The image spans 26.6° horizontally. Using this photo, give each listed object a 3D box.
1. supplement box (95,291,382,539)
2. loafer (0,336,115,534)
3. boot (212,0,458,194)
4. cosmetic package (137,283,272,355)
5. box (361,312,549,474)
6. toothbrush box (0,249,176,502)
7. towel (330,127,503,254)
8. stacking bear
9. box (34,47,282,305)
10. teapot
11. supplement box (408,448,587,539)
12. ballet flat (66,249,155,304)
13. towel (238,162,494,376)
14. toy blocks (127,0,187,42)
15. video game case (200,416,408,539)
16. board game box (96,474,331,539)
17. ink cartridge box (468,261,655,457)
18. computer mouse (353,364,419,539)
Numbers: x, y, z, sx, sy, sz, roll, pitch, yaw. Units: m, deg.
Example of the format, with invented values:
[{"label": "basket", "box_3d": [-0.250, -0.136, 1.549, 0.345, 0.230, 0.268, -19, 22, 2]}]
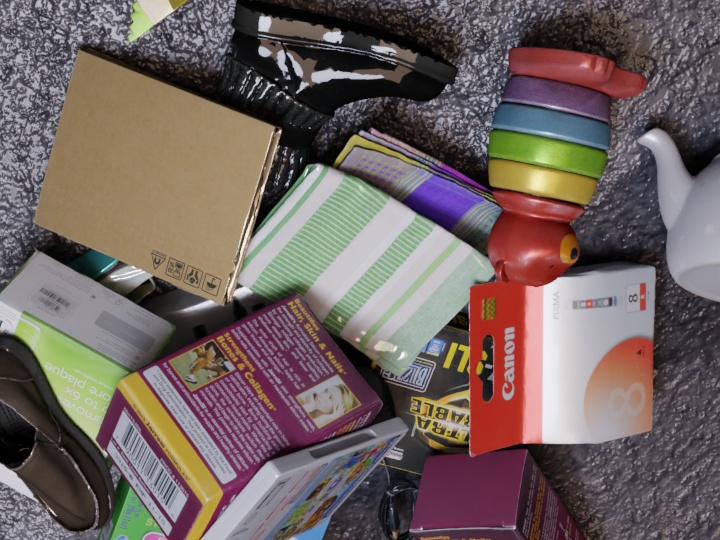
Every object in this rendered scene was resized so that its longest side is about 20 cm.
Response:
[{"label": "supplement box", "box_3d": [-0.103, 0.127, 1.295, 0.199, 0.131, 0.103, -25, 157, -36]}, {"label": "loafer", "box_3d": [-0.282, 0.155, 1.300, 0.073, 0.071, 0.201, -17, 115, 27]}, {"label": "boot", "box_3d": [-0.031, -0.138, 1.328, 0.209, 0.080, 0.159, 13, 107, -3]}, {"label": "cosmetic package", "box_3d": [-0.156, 0.061, 1.419, 0.199, 0.051, 0.083, -20, 113, 3]}, {"label": "box", "box_3d": [0.094, 0.125, 1.473, 0.198, 0.049, 0.161, 16, 109, -12]}, {"label": "toothbrush box", "box_3d": [-0.272, 0.105, 1.363, 0.145, 0.086, 0.201, 29, 127, -1]}, {"label": "towel", "box_3d": [0.035, -0.043, 1.372, 0.199, 0.023, 0.144, 24, 125, -30]}, {"label": "stacking bear", "box_3d": [0.162, -0.084, 1.324, 0.113, 0.121, 0.202, 13, 93, 32]}, {"label": "box", "box_3d": [-0.177, -0.082, 1.314, 0.199, 0.021, 0.165, 22, 105, 17]}, {"label": "teapot", "box_3d": [0.376, -0.053, 1.371, 0.199, 0.196, 0.147, 24, 71, -43]}, {"label": "supplement box", "box_3d": [0.141, 0.262, 1.465, 0.110, 0.086, 0.200, -7, 138, 28]}, {"label": "ballet flat", "box_3d": [-0.195, -0.013, 1.383, 0.199, 0.070, 0.070, -33, 112, 13]}, {"label": "towel", "box_3d": [0.000, 0.000, 1.352, 0.199, 0.023, 0.153, 31, 118, -21]}, {"label": "toy blocks", "box_3d": [-0.147, -0.303, 1.249, 0.199, 0.100, 0.137, -34, 101, 10]}, {"label": "video game case", "box_3d": [-0.054, 0.194, 1.308, 0.018, 0.199, 0.143, 49, 119, 19]}, {"label": "board game box", "box_3d": [-0.126, 0.217, 1.417, 0.199, 0.040, 0.154, 16, 104, -23]}, {"label": "ink cartridge box", "box_3d": [0.188, 0.081, 1.398, 0.199, 0.050, 0.164, -9, 103, -38]}, {"label": "computer mouse", "box_3d": [0.019, 0.180, 1.446, 0.058, 0.034, 0.201, -17, 114, 2]}]
